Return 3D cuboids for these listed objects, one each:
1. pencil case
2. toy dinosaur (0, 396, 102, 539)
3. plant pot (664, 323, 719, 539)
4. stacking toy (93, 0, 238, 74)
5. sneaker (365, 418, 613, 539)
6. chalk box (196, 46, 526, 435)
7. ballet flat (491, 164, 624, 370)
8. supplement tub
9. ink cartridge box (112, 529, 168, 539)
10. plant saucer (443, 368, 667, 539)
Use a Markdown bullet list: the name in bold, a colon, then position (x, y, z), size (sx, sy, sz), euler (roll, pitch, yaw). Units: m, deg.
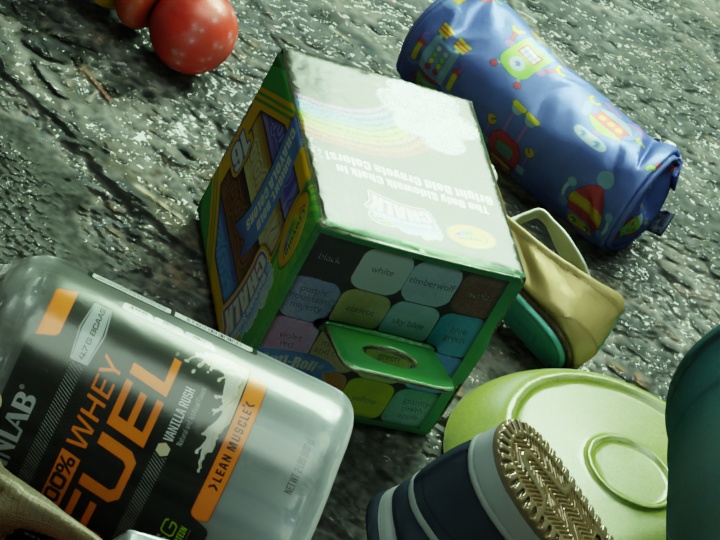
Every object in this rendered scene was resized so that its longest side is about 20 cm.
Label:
- **pencil case**: position (0.117, -0.098, 1.566), size (0.200, 0.078, 0.087), euler (42, 65, 18)
- **toy dinosaur**: position (-0.169, 0.088, 1.059), size (0.199, 0.101, 0.058), euler (12, 43, 14)
- **plant pot**: position (0.238, 0.147, 1.206), size (0.199, 0.200, 0.188), euler (23, 47, -8)
- **stacking toy**: position (-0.154, -0.194, 1.508), size (0.200, 0.085, 0.085), euler (46, 36, 12)
- **sneaker**: position (0.080, 0.173, 1.204), size (0.200, 0.108, 0.070), euler (58, 29, -11)
- **chalk box**: position (0.000, 0.000, 1.314), size (0.124, 0.124, 0.200), euler (15, 37, -22)
- **ballet flat**: position (0.072, -0.025, 1.445), size (0.063, 0.069, 0.200), euler (-40, 77, -20)
- **supplement tub**: position (-0.114, 0.072, 1.133), size (0.199, 0.123, 0.123), euler (25, 34, -6)
- **ink cartridge box**: position (-0.022, 0.221, 0.996), size (0.199, 0.041, 0.201), euler (17, 59, -27)
- **plant saucer**: position (0.141, 0.118, 1.343), size (0.199, 0.031, 0.200), euler (20, 34, -14)
